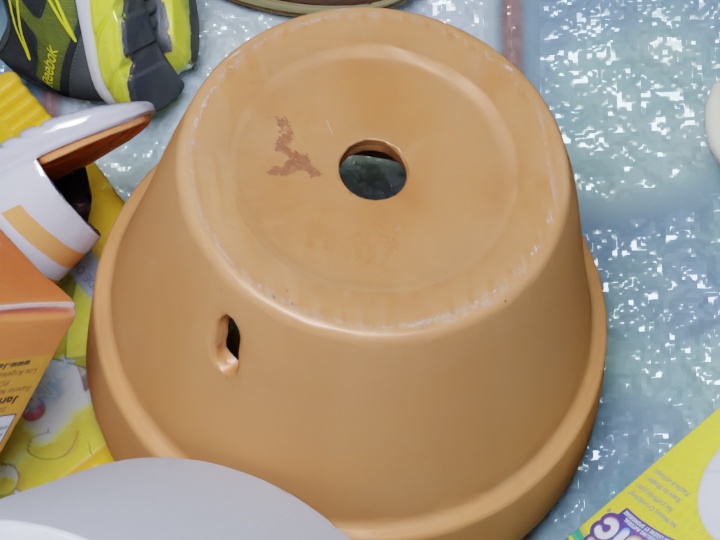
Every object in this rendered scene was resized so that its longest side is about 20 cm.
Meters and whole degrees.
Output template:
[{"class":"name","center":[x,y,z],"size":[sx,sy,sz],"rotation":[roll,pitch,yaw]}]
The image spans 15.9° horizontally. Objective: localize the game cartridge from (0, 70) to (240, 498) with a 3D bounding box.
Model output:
[{"class":"game cartridge","center":[-0.156,0.034,1.024],"size":[0.176,0.032,0.200],"rotation":[-38,68,-10]}]

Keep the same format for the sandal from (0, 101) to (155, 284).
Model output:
[{"class":"sandal","center":[-0.157,0.002,0.988],"size":[0.206,0.079,0.059],"rotation":[-30,88,12]}]

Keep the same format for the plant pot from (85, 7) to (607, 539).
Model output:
[{"class":"plant pot","center":[0.000,0.000,0.937],"size":[0.199,0.140,0.201],"rotation":[3,60,-5]}]

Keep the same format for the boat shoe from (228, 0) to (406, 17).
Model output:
[{"class":"boat shoe","center":[-0.063,-0.164,1.080],"size":[0.200,0.068,0.072],"rotation":[22,71,16]}]

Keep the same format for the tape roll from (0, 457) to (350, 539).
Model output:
[{"class":"tape roll","center":[-0.087,0.170,0.851],"size":[0.202,0.139,0.203],"rotation":[1,94,18]}]

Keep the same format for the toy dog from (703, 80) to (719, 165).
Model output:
[{"class":"toy dog","center":[0.239,-0.108,0.995],"size":[0.194,0.139,0.200],"rotation":[-6,61,45]}]

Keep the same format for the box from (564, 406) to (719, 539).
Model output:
[{"class":"box","center":[0.156,0.094,0.921],"size":[0.200,0.048,0.117],"rotation":[-41,35,-10]}]

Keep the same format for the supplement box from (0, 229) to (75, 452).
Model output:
[{"class":"supplement box","center":[-0.183,0.073,0.932],"size":[0.067,0.069,0.200],"rotation":[42,117,26]}]

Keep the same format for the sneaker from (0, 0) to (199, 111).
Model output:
[{"class":"sneaker","center":[-0.125,-0.158,1.036],"size":[0.084,0.074,0.201],"rotation":[2,108,28]}]
